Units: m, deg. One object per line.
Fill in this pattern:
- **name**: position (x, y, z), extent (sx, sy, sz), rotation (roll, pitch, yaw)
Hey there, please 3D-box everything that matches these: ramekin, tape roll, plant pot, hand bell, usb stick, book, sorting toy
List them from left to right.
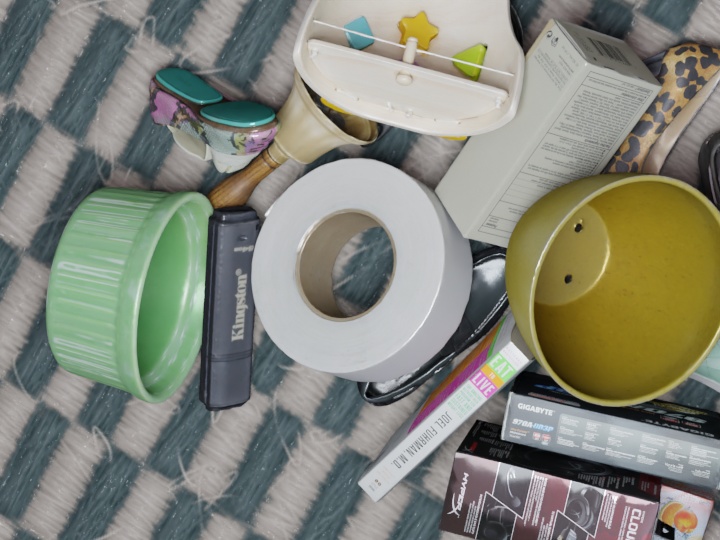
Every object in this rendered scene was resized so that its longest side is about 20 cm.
- **ramekin**: position (-0.214, 0.017, 1.621), extent (0.097, 0.200, 0.201), rotation (11, 98, 14)
- **usb stick**: position (-0.126, 0.038, 1.667), extent (0.055, 0.033, 0.201), rotation (-5, 109, -30)
- **hand bell**: position (-0.088, -0.102, 1.648), extent (0.200, 0.104, 0.104), rotation (-41, 89, 25)
- **tape roll**: position (0.000, 0.000, 1.606), extent (0.201, 0.071, 0.204), rotation (-6, 77, 26)
- **sorting toy**: position (0.055, -0.225, 1.555), extent (0.199, 0.107, 0.181), rotation (15, 71, 0)
- **book**: position (0.088, 0.120, 1.597), extent (0.048, 0.134, 0.200), rotation (46, 110, 2)
- **plant pot**: position (0.204, 0.000, 1.507), extent (0.199, 0.142, 0.201), rotation (-7, 108, -21)

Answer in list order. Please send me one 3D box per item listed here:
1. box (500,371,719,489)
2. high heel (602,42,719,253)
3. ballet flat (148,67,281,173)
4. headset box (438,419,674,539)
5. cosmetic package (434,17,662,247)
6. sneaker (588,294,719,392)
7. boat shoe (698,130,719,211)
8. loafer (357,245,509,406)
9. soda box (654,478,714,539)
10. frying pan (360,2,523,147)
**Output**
- **box**: position (0.232, 0.142, 1.578), extent (0.199, 0.159, 0.046), rotation (12, 96, 8)
- **high heel**: position (0.290, -0.103, 1.581), extent (0.142, 0.071, 0.201), rotation (-17, 85, 17)
- **ballet flat**: position (-0.136, -0.133, 1.616), extent (0.200, 0.069, 0.072), rotation (29, 125, 48)
- **headset box**: position (0.181, 0.202, 1.528), extent (0.199, 0.149, 0.078), rotation (15, 99, 8)
- **cosmetic package**: position (0.167, -0.117, 1.553), extent (0.200, 0.103, 0.073), rotation (-54, 44, 27)
- **sneaker**: position (0.314, 0.043, 1.573), extent (0.199, 0.074, 0.118), rotation (22, 136, -2)
- **boat shoe**: position (0.359, -0.032, 1.588), extent (0.067, 0.057, 0.201), rotation (-21, 93, 11)
- **loafer**: position (0.076, 0.056, 1.637), extent (0.200, 0.070, 0.068), rotation (-44, 91, 11)
- **soda box**: position (0.229, 0.207, 1.632), extent (0.199, 0.068, 0.064), rotation (18, 100, 7)
- **frying pan**: position (0.085, -0.180, 1.627), extent (0.115, 0.031, 0.191), rotation (27, 110, 13)
